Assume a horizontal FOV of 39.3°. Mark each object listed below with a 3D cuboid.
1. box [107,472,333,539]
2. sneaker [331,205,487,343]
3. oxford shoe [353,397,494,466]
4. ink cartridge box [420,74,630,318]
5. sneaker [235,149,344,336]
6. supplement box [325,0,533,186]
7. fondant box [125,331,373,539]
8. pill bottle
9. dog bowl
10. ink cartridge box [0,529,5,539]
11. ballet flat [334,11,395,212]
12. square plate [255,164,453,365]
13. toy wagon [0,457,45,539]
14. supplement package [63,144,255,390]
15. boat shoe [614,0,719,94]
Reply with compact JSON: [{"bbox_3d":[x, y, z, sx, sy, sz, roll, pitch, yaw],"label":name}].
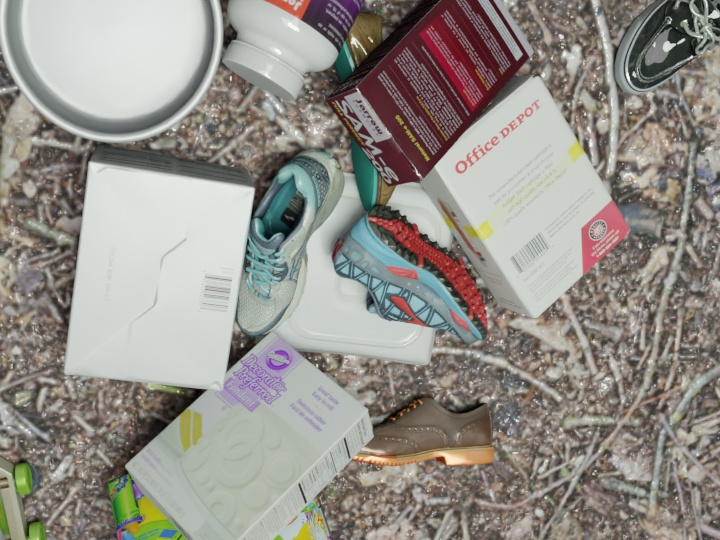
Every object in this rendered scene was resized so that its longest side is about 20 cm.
[{"bbox_3d":[-0.128,0.283,1.010,0.197,0.194,0.123,-19,141,-5],"label":"box"},{"bbox_3d":[0.051,0.015,1.037,0.095,0.080,0.199,-33,121,30],"label":"sneaker"},{"bbox_3d":[0.052,0.177,1.110,0.197,0.071,0.074,2,85,-17],"label":"oxford shoe"},{"bbox_3d":[0.162,-0.078,1.036,0.145,0.083,0.201,-39,109,-10],"label":"ink cartridge box"},{"bbox_3d":[-0.089,-0.025,0.991,0.077,0.086,0.202,26,107,15],"label":"sneaker"},{"bbox_3d":[0.070,-0.187,0.967,0.200,0.061,0.109,-48,111,-26],"label":"supplement box"},{"bbox_3d":[-0.106,0.175,0.976,0.200,0.144,0.059,-42,147,-22],"label":"fondant box"},{"bbox_3d":[-0.049,-0.264,0.922,0.111,0.112,0.202,26,88,-17],"label":"pill bottle"},{"bbox_3d":[-0.227,-0.224,0.929,0.197,0.079,0.203,-3,105,-10],"label":"dog bowl"},{"bbox_3d":[-0.419,0.233,0.989,0.093,0.044,0.203,-18,107,-5],"label":"ink cartridge box"},{"bbox_3d":[0.020,-0.161,1.004,0.071,0.068,0.203,-15,96,-21],"label":"ballet flat"},{"bbox_3d":[0.000,0.000,1.063,0.197,0.028,0.201,7,104,-14],"label":"square plate"},{"bbox_3d":[-0.415,0.236,1.035,0.153,0.040,0.203,-9,106,-9],"label":"toy wagon"},{"bbox_3d":[-0.194,-0.004,0.978,0.153,0.111,0.203,8,104,-13],"label":"supplement package"},{"bbox_3d":[0.350,-0.260,1.044,0.199,0.068,0.074,-40,109,1],"label":"boat shoe"}]
